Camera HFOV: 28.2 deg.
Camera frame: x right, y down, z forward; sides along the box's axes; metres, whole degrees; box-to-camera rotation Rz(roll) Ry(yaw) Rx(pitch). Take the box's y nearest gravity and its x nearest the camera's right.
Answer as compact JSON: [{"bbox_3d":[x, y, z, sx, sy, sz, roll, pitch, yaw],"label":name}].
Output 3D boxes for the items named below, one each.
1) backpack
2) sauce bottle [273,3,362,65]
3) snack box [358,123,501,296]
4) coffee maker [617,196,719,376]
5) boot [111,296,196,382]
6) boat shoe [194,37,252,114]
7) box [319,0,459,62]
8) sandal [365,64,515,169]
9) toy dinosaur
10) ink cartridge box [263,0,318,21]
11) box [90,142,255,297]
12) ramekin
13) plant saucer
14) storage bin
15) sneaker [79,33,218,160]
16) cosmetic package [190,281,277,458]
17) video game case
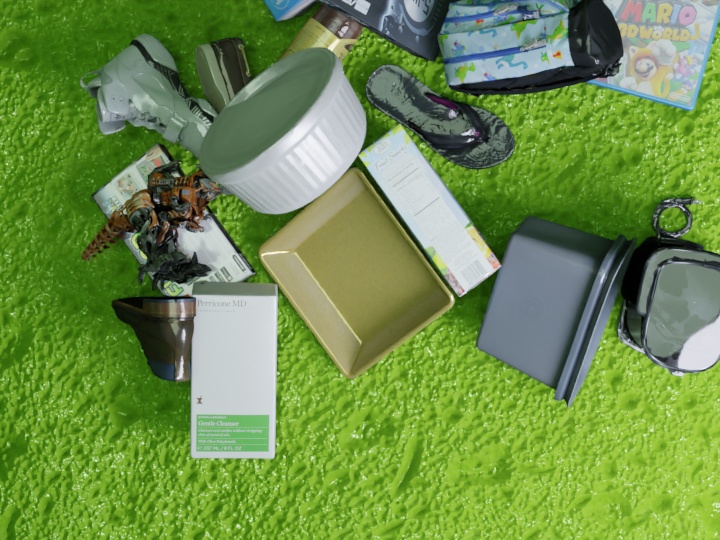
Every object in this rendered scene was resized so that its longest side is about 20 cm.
[{"bbox_3d":[0.191,-0.267,1.688,0.199,0.163,0.155,-21,95,26],"label":"backpack"},{"bbox_3d":[-0.041,-0.283,1.747,0.065,0.065,0.200,39,95,3],"label":"sauce bottle"},{"bbox_3d":[0.082,-0.068,1.689,0.067,0.169,0.201,-37,89,3],"label":"snack box"},{"bbox_3d":[0.363,0.015,1.653,0.133,0.200,0.194,-12,90,4],"label":"coffee maker"},{"bbox_3d":[-0.251,0.080,1.711,0.074,0.200,0.098,-2,90,-27],"label":"boot"},{"bbox_3d":[-0.145,-0.185,1.756,0.059,0.072,0.202,-20,95,-22],"label":"boat shoe"},{"bbox_3d":[0.042,-0.360,1.688,0.199,0.043,0.161,23,92,-41],"label":"box"},{"bbox_3d":[0.094,-0.184,1.746,0.199,0.048,0.076,27,93,4],"label":"sandal"},{"bbox_3d":[-0.241,-0.055,1.731,0.199,0.102,0.137,-30,73,32],"label":"toy dinosaur"},{"bbox_3d":[-0.101,-0.419,1.727,0.116,0.068,0.201,-33,88,31],"label":"ink cartridge box"},{"bbox_3d":[-0.233,-0.045,1.780,0.110,0.035,0.201,-36,88,4],"label":"box"},{"bbox_3d":[-0.082,-0.154,1.645,0.202,0.203,0.094,-41,119,4],"label":"ramekin"},{"bbox_3d":[0.000,0.000,1.724,0.200,0.048,0.201,-38,88,36],"label":"plant saucer"},{"bbox_3d":[0.229,0.032,1.695,0.133,0.146,0.202,23,117,13],"label":"storage bin"},{"bbox_3d":[-0.250,-0.184,1.740,0.115,0.075,0.201,-33,82,-26],"label":"sneaker"},{"bbox_3d":[-0.153,0.119,1.734,0.106,0.085,0.202,0,101,-4],"label":"cosmetic package"},{"bbox_3d":[0.362,-0.310,1.738,0.142,0.018,0.202,16,92,5],"label":"video game case"}]
